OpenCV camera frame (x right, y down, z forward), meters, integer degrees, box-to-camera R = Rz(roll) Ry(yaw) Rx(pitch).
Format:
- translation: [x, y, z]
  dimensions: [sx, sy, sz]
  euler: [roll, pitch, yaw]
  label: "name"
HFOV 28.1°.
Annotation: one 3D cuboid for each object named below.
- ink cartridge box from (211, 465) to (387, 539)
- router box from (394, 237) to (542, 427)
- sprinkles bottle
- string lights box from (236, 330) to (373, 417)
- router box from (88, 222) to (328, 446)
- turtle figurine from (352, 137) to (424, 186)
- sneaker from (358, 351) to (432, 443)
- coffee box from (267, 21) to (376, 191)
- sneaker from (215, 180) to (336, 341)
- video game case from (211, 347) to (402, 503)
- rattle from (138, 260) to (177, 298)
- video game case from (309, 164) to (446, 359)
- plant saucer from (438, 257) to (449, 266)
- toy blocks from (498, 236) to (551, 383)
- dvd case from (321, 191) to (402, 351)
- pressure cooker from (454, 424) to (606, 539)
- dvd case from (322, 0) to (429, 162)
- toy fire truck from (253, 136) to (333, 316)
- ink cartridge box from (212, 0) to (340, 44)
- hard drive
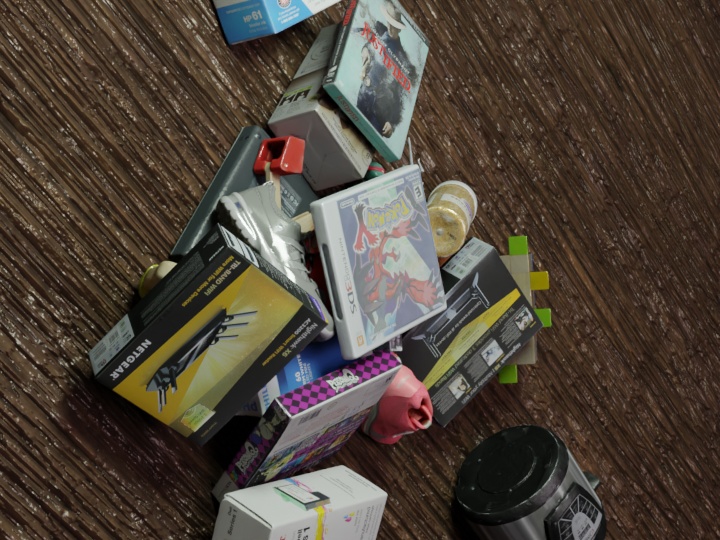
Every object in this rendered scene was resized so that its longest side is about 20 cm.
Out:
- translation: [-0.076, 0.320, 1.661]
  dimensions: [0.200, 0.084, 0.145]
  euler: [-5, 115, -49]
  label: "ink cartridge box"
- translation: [0.127, 0.081, 1.885]
  dimensions: [0.200, 0.052, 0.157]
  euler: [-44, 125, -12]
  label: "router box"
- translation: [0.113, -0.069, 1.889]
  dimensions: [0.200, 0.068, 0.068]
  euler: [-57, 134, -74]
  label: "sprinkles bottle"
- translation: [-0.087, 0.113, 1.687]
  dimensions: [0.200, 0.103, 0.059]
  euler: [-22, 104, -48]
  label: "string lights box"
- translation: [-0.158, 0.071, 1.503]
  dimensions: [0.200, 0.052, 0.157]
  euler: [-45, 126, 10]
  label: "router box"
- translation: [0.025, -0.065, 1.839]
  dimensions: [0.150, 0.100, 0.201]
  euler: [86, 10, -80]
  label: "turtle figurine"
- translation: [0.049, 0.181, 1.799]
  dimensions: [0.074, 0.087, 0.200]
  euler: [-46, 158, -19]
  label: "sneaker"
- translation: [-0.023, -0.211, 1.782]
  dimensions: [0.113, 0.080, 0.200]
  euler: [54, 41, -30]
  label: "coffee box"
- translation: [-0.078, -0.014, 1.622]
  dimensions: [0.082, 0.075, 0.200]
  euler: [-32, 88, -19]
  label: "sneaker"
- translation: [-0.061, 0.183, 1.670]
  dimensions: [0.036, 0.181, 0.200]
  euler: [48, 40, 18]
  label: "video game case"
- translation: [-0.162, 0.086, 1.562]
  dimensions: [0.200, 0.130, 0.143]
  euler: [34, 48, -19]
  label: "rattle"
- translation: [0.025, -0.013, 1.666]
  dimensions: [0.200, 0.023, 0.183]
  euler: [-26, 107, -51]
  label: "video game case"
- translation: [0.103, 0.041, 1.959]
  dimensions: [0.200, 0.037, 0.201]
  euler: [6, 82, -49]
  label: "plant saucer"
- translation: [0.221, 0.053, 2.038]
  dimensions: [0.137, 0.100, 0.201]
  euler: [-4, 91, -81]
  label: "toy blocks"
- translation: [0.000, 0.000, 1.766]
  dimensions: [0.022, 0.146, 0.201]
  euler: [0, 88, -33]
  label: "dvd case"
- translation: [0.245, 0.334, 1.994]
  dimensions: [0.200, 0.176, 0.179]
  euler: [57, 22, -30]
  label: "pressure cooker"
- translation: [0.022, -0.253, 1.757]
  dimensions: [0.146, 0.022, 0.200]
  euler: [47, 43, -37]
  label: "dvd case"
- translation: [-0.070, -0.046, 1.711]
  dimensions: [0.141, 0.049, 0.201]
  euler: [19, 74, -46]
  label: "toy fire truck"
- translation: [-0.119, -0.390, 1.707]
  dimensions: [0.144, 0.085, 0.200]
  euler: [-37, 113, -44]
  label: "ink cartridge box"
- translation: [-0.132, -0.051, 1.702]
  dimensions: [0.140, 0.033, 0.200]
  euler: [49, 53, -34]
  label: "hard drive"
